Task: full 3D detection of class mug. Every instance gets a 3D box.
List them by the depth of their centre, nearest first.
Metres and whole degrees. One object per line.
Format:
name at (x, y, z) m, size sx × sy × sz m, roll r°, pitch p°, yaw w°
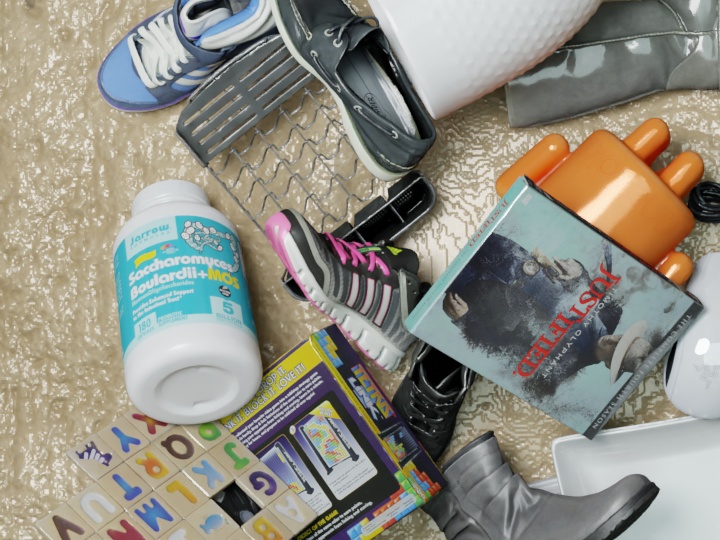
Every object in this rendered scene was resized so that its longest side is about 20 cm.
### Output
mug at (0.092, -0.242, 1.144) m, size 0.175 × 0.148 × 0.200 m, roll -28°, pitch 53°, yaw 2°

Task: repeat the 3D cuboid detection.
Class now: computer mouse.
computer mouse at (0.301, 0.022, 1.170) m, size 0.109 × 0.044 × 0.201 m, roll 15°, pitch 78°, yaw 11°

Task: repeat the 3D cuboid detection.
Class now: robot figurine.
robot figurine at (0.188, -0.034, 1.175) m, size 0.200 × 0.117 × 0.144 m, roll -46°, pitch 118°, yaw 8°

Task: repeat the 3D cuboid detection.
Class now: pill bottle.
pill bottle at (-0.148, 0.019, 1.205) m, size 0.110 × 0.111 × 0.200 m, roll -22°, pitch 51°, yaw 9°

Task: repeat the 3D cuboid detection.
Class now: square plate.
square plate at (0.272, 0.218, 1.184) m, size 0.197 × 0.028 × 0.201 m, roll -11°, pitch 87°, yaw 9°

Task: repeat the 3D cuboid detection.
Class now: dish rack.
dish rack at (-0.052, -0.093, 1.219) m, size 0.153 × 0.055 × 0.200 m, roll -38°, pitch 107°, yaw 6°

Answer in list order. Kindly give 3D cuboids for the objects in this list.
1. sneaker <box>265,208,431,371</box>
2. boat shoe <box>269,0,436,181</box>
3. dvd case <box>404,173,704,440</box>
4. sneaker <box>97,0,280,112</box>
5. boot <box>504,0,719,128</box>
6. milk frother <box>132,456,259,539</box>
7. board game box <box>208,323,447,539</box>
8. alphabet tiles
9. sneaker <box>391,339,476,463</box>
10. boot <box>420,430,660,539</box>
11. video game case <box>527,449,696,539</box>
sneaker at (0.000, 0.000, 1.185) m, size 0.087 × 0.200 × 0.074 m, roll -41°, pitch 40°, yaw 5°
boat shoe at (-0.002, -0.170, 1.160) m, size 0.066 × 0.074 × 0.200 m, roll -27°, pitch 89°, yaw 54°
dvd case at (0.152, 0.034, 1.119) m, size 0.200 × 0.022 × 0.146 m, roll 32°, pitch 104°, yaw -28°
sneaker at (-0.152, -0.201, 1.220) m, size 0.199 × 0.146 × 0.081 m, roll -22°, pitch 86°, yaw 9°
boot at (0.211, -0.216, 1.203) m, size 0.199 × 0.073 × 0.183 m, roll -4°, pitch 87°, yaw 17°
milk frother at (-0.172, 0.285, 1.162) m, size 0.180 × 0.200 × 0.188 m, roll 43°, pitch 123°, yaw 9°
board game box at (-0.052, 0.168, 1.217) m, size 0.200 × 0.057 × 0.166 m, roll -38°, pitch 82°, yaw 27°
alphabet tiles at (-0.150, 0.183, 1.126) m, size 0.167 × 0.200 × 0.008 m, roll 41°, pitch 128°, yaw 13°
sneaker at (0.062, 0.088, 1.186) m, size 0.060 × 0.104 × 0.200 m, roll 24°, pitch 106°, yaw 8°
boot at (0.133, 0.183, 1.171) m, size 0.200 × 0.070 × 0.132 m, roll -40°, pitch 72°, yaw 29°
video game case at (0.218, 0.264, 1.217) m, size 0.143 × 0.018 × 0.201 m, roll -15°, pitch 87°, yaw 9°
